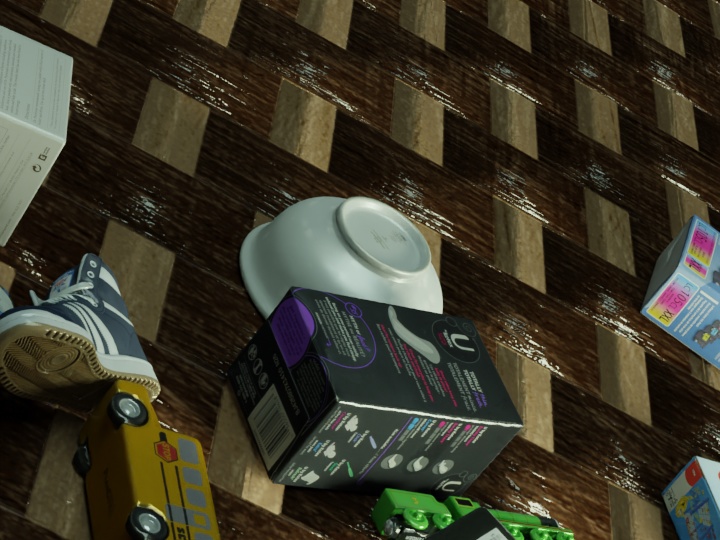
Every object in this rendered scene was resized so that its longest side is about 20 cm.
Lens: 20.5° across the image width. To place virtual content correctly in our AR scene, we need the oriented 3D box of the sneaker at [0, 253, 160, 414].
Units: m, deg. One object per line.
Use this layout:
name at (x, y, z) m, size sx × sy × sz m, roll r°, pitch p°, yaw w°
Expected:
sneaker at (-0.221, 0.035, 1.440) m, size 0.109 × 0.070 × 0.200 m, roll 67°, pitch 13°, yaw 23°

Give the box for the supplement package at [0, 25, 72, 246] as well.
supplement package at (-0.341, -0.131, 1.552) m, size 0.199 × 0.120 × 0.122 m, roll 23°, pitch 34°, yaw -21°

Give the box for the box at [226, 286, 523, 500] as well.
box at (0.012, 0.103, 1.609) m, size 0.199 × 0.106 × 0.123 m, roll 11°, pitch 41°, yaw -37°

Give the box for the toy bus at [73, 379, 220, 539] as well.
toy bus at (-0.146, 0.172, 1.393) m, size 0.078 × 0.065 × 0.201 m, roll 18°, pitch 35°, yaw -30°

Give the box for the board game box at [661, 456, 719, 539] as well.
board game box at (0.391, 0.279, 1.808) m, size 0.199 × 0.056 × 0.197 m, roll 18°, pitch 35°, yaw -28°

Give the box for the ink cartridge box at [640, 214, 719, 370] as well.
ink cartridge box at (0.406, 0.048, 2.121) m, size 0.199 × 0.076 × 0.137 m, roll 37°, pitch 30°, yaw -3°

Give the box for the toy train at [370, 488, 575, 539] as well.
toy train at (0.095, 0.212, 1.615) m, size 0.199 × 0.042 × 0.056 m, roll 13°, pitch 27°, yaw -34°

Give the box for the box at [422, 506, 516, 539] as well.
box at (0.020, 0.267, 1.340) m, size 0.086 × 0.164 × 0.199 m, roll 46°, pitch 32°, yaw 16°

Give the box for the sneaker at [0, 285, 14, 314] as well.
sneaker at (-0.331, 0.024, 1.395) m, size 0.199 × 0.076 × 0.077 m, roll 17°, pitch 31°, yaw -27°

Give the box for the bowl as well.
bowl at (0.000, 0.000, 1.755) m, size 0.200 × 0.091 × 0.202 m, roll 26°, pitch 33°, yaw -18°
